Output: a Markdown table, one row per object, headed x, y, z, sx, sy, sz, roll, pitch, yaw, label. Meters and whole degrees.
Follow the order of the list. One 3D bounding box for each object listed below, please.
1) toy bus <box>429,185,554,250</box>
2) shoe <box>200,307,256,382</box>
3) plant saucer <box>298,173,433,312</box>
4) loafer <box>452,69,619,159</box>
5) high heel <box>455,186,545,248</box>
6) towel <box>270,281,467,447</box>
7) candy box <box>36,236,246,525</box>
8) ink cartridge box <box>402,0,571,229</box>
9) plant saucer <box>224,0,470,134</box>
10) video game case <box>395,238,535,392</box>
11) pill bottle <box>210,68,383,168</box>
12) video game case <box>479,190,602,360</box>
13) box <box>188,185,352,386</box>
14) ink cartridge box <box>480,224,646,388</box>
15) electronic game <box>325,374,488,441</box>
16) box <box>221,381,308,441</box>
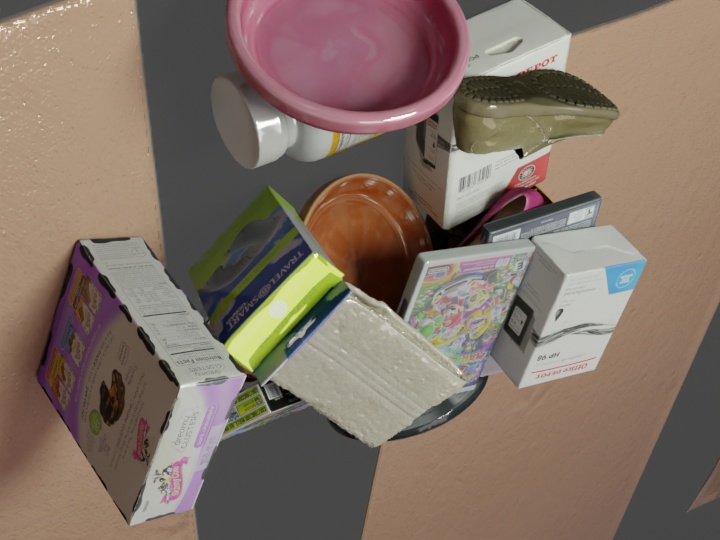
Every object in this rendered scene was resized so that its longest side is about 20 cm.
| x | y | z | sx | sy | sz | roll | pitch | yaw | label |
| --- | --- | --- | --- | --- | --- | --- | --- | --- | --- |
| 0.156 | 0.001 | 1.427 | 0.200 | 0.136 | 0.192 | -42 | 162 | 2 | toy bus |
| -0.135 | 0.094 | 1.244 | 0.071 | 0.091 | 0.200 | 5 | 124 | -48 | shoe |
| 0.000 | 0.000 | 1.246 | 0.200 | 0.032 | 0.201 | 4 | 84 | -44 | plant saucer |
| 0.163 | -0.149 | 1.156 | 0.200 | 0.076 | 0.068 | -2 | 131 | -32 | loafer |
| 0.122 | -0.009 | 1.284 | 0.200 | 0.067 | 0.096 | -41 | 164 | 11 | high heel |
| -0.004 | 0.095 | 1.188 | 0.132 | 0.035 | 0.200 | -37 | 125 | 20 | towel |
| -0.203 | 0.096 | 1.080 | 0.071 | 0.200 | 0.168 | -6 | 132 | -41 | candy box |
| 0.126 | -0.162 | 1.240 | 0.147 | 0.083 | 0.200 | -26 | 143 | -24 | ink cartridge box |
| -0.012 | -0.185 | 0.978 | 0.200 | 0.201 | 0.051 | -25 | 156 | -25 | plant saucer |
| 0.091 | 0.057 | 1.239 | 0.143 | 0.018 | 0.200 | -8 | 133 | -33 | video game case |
| -0.025 | -0.163 | 1.059 | 0.200 | 0.113 | 0.113 | -25 | 142 | -25 | pill bottle |
| 0.180 | 0.013 | 1.293 | 0.143 | 0.019 | 0.200 | -17 | 138 | -24 | video game case |
| -0.089 | 0.009 | 1.105 | 0.122 | 0.200 | 0.048 | -47 | 119 | 5 | box |
| 0.214 | 0.054 | 1.292 | 0.116 | 0.067 | 0.200 | -10 | 134 | -31 | ink cartridge box |
| 0.053 | 0.135 | 1.398 | 0.200 | 0.200 | 0.042 | -29 | 115 | -20 | electronic game |
| -0.086 | 0.138 | 1.309 | 0.110 | 0.035 | 0.200 | -30 | 171 | 31 | box |
